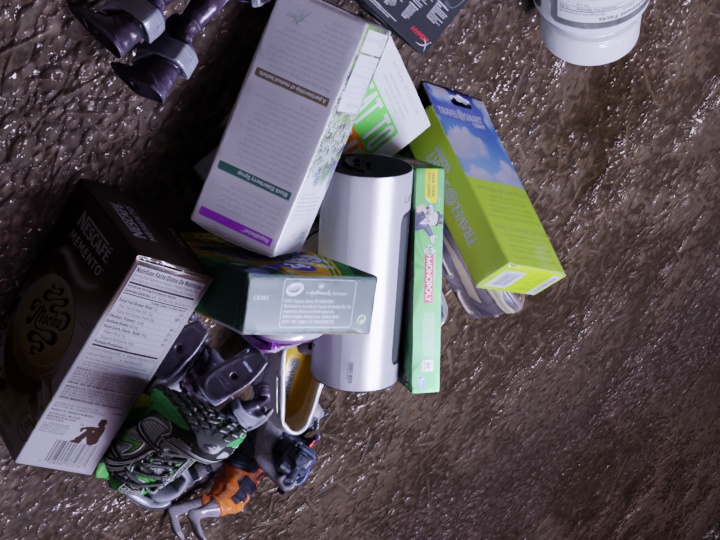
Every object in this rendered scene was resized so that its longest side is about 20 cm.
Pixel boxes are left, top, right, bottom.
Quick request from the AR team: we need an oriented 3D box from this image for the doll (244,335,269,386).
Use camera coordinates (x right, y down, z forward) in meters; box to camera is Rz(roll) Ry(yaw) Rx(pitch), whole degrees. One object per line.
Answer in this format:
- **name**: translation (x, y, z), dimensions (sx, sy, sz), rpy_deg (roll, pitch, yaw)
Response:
- **doll**: translation (-0.046, 0.026, 1.483), dimensions (0.200, 0.048, 0.136), rpy_deg (-56, 146, 3)

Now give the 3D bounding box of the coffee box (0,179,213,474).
- **coffee box**: translation (-0.216, 0.046, 1.207), dimensions (0.080, 0.113, 0.200), rpy_deg (17, 112, -43)

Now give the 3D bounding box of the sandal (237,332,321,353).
- **sandal**: translation (-0.079, 0.049, 1.331), dimensions (0.082, 0.203, 0.050), rpy_deg (2, 99, -15)

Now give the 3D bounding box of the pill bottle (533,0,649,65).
- **pill bottle**: translation (0.210, -0.287, 1.381), dimensions (0.114, 0.114, 0.200), rpy_deg (-37, 149, -18)

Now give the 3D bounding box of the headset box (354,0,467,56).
- **headset box**: translation (0.061, -0.292, 1.216), dimensions (0.200, 0.075, 0.149), rpy_deg (-51, 151, 6)

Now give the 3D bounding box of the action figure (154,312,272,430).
- **action figure**: translation (-0.129, 0.085, 1.309), dimensions (0.069, 0.130, 0.200), rpy_deg (-49, -179, -8)

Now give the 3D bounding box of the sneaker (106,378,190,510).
- **sneaker**: translation (-0.180, 0.160, 1.400), dimensions (0.200, 0.114, 0.076), rpy_deg (-6, 131, -50)

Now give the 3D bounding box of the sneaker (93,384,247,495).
- **sneaker**: translation (-0.155, 0.144, 1.215), dimensions (0.078, 0.200, 0.085), rpy_deg (28, 72, -20)

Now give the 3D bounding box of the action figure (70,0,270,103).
- **action figure**: translation (-0.106, -0.218, 1.100), dimensions (0.200, 0.069, 0.130), rpy_deg (-44, 144, -14)

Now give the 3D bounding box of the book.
- **book**: translation (-0.042, -0.114, 1.333), dimensions (0.200, 0.048, 0.134), rpy_deg (-40, 149, -6)

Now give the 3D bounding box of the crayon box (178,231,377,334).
- **crayon box**: translation (-0.096, 0.006, 1.254), dimensions (0.126, 0.200, 0.052), rpy_deg (2, 100, -38)

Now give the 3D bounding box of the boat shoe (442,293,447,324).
- **boat shoe**: translation (0.050, 0.016, 1.549), dimensions (0.072, 0.062, 0.200), rpy_deg (-59, 163, -2)

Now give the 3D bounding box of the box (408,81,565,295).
- **box**: translation (0.113, -0.076, 1.449), dimensions (0.048, 0.200, 0.122), rpy_deg (-34, 158, 27)

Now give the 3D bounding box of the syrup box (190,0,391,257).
- **syrup box**: translation (-0.055, -0.116, 1.211), dimensions (0.200, 0.081, 0.079), rpy_deg (-66, 168, 10)

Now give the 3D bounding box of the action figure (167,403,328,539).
- **action figure**: translation (-0.110, 0.193, 1.550), dimensions (0.193, 0.105, 0.200), rpy_deg (-42, 175, -19)

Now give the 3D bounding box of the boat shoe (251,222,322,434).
- **boat shoe**: translation (-0.049, 0.057, 1.416), dimensions (0.071, 0.070, 0.200), rpy_deg (9, 104, -32)

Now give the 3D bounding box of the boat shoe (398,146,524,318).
- **boat shoe**: translation (0.084, -0.028, 1.492), dimensions (0.073, 0.200, 0.075), rpy_deg (-28, -163, 25)

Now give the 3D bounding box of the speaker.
- **speaker**: translation (0.000, 0.000, 1.335), dimensions (0.081, 0.081, 0.201), rpy_deg (-15, 116, -44)

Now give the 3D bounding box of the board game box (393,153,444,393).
- **board game box**: translation (0.041, -0.001, 1.391), dimensions (0.029, 0.135, 0.201), rpy_deg (-2, 100, -16)
